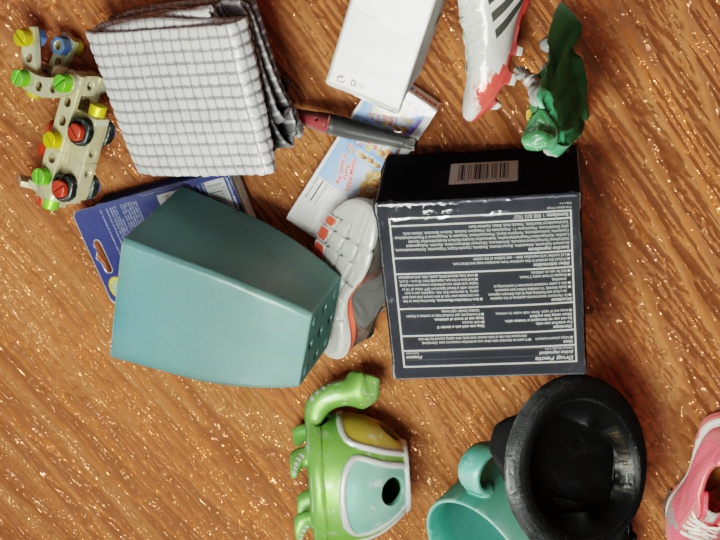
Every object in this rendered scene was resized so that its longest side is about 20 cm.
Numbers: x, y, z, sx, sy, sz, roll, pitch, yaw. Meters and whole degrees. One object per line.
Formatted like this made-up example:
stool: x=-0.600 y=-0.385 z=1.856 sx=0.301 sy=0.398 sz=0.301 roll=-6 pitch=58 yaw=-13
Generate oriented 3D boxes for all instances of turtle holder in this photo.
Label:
turtle holder: x=-0.011 y=0.212 z=1.580 sx=0.130 sy=0.141 sz=0.188 roll=-3 pitch=77 yaw=0

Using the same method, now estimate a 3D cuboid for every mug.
mug: x=0.166 y=0.273 z=1.537 sx=0.152 sy=0.114 sz=0.186 roll=43 pitch=145 yaw=19

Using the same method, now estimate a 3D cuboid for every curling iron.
curling iron: x=-0.035 y=-0.157 z=1.417 sx=0.198 sy=0.026 sz=0.050 roll=24 pitch=122 yaw=17

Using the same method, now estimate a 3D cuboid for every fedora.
fedora: x=0.199 y=0.197 z=1.441 sx=0.091 sy=0.200 sz=0.202 roll=3 pitch=125 yaw=54

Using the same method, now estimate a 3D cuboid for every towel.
towel: x=-0.161 y=-0.185 z=1.409 sx=0.198 sy=0.086 sz=0.167 roll=1 pitch=117 yaw=34

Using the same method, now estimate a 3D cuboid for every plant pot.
plant pot: x=-0.131 y=0.032 z=1.448 sx=0.198 sy=0.141 sz=0.143 roll=20 pitch=121 yaw=12

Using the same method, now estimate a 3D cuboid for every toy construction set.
toy construction set: x=-0.317 y=-0.143 z=1.476 sx=0.130 sy=0.092 sz=0.202 roll=30 pitch=125 yaw=26

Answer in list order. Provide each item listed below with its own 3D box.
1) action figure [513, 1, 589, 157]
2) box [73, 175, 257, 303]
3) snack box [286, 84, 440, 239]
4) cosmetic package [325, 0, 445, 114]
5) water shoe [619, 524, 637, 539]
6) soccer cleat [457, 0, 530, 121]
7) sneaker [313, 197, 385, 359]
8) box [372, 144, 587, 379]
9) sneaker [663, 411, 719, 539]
action figure: x=0.174 y=-0.155 z=1.282 sx=0.054 sy=0.200 sz=0.119 roll=-13 pitch=112 yaw=21
box: x=-0.205 y=-0.039 z=1.543 sx=0.198 sy=0.032 sz=0.122 roll=-13 pitch=113 yaw=20
snack box: x=0.001 y=-0.111 z=1.454 sx=0.072 sy=0.024 sz=0.201 roll=33 pitch=121 yaw=-3
cosmetic package: x=0.041 y=-0.265 z=1.313 sx=0.080 sy=0.113 sz=0.201 roll=22 pitch=123 yaw=2
water shoe: x=0.273 y=0.246 z=1.541 sx=0.078 sy=0.072 sz=0.201 roll=-22 pitch=110 yaw=22
soccer cleat: x=0.117 y=-0.239 z=1.326 sx=0.084 sy=0.069 sz=0.202 roll=13 pitch=116 yaw=-11
sneaker: x=0.000 y=0.000 z=1.487 sx=0.077 sy=0.081 sz=0.201 roll=45 pitch=138 yaw=30
box: x=0.123 y=-0.007 z=1.410 sx=0.197 sy=0.124 sz=0.200 roll=-2 pitch=117 yaw=8
sneaker: x=0.366 y=0.249 z=1.508 sx=0.073 sy=0.087 sz=0.202 roll=13 pitch=120 yaw=9
